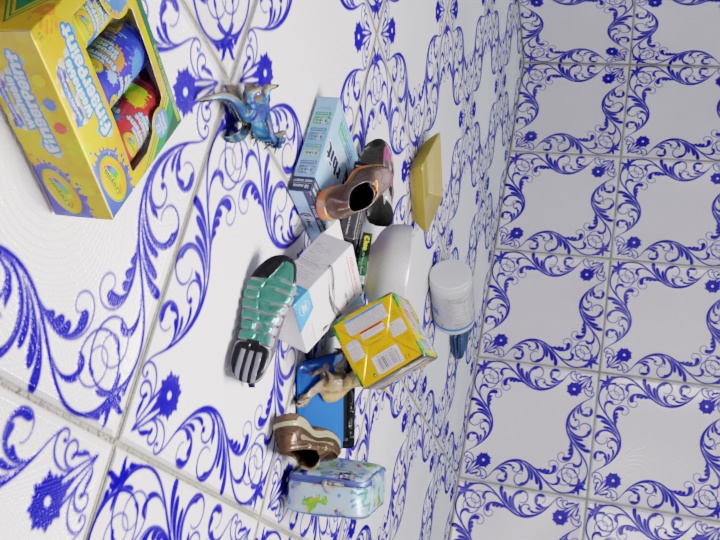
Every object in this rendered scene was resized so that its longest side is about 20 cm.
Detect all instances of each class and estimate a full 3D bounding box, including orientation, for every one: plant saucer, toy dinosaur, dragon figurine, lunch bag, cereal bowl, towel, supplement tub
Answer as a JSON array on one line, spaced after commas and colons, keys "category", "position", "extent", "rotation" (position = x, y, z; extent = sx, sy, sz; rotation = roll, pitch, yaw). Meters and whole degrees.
[{"category": "plant saucer", "position": [0.171, -0.234, 2.245], "extent": [0.201, 0.048, 0.202], "rotation": [-62, 151, -52]}, {"category": "toy dinosaur", "position": [-0.031, 0.197, 1.546], "extent": [0.058, 0.198, 0.102], "rotation": [48, -43, 50]}, {"category": "dragon figurine", "position": [-0.153, -0.204, 1.170], "extent": [0.200, 0.058, 0.101], "rotation": [-41, 134, -68]}, {"category": "lunch bag", "position": [-0.043, 0.393, 1.550], "extent": [0.200, 0.159, 0.084], "rotation": [15, 78, -75]}, {"category": "cereal bowl", "position": [0.051, 0.000, 1.746], "extent": [0.200, 0.082, 0.203], "rotation": [-170, -90, -88]}, {"category": "towel", "position": [0.356, 0.211, 2.991], "extent": [0.201, 0.048, 0.113], "rotation": [-64, 154, -50]}, {"category": "supplement tub", "position": [0.275, 0.082, 2.545], "extent": [0.133, 0.130, 0.201], "rotation": [-68, 156, -43]}]

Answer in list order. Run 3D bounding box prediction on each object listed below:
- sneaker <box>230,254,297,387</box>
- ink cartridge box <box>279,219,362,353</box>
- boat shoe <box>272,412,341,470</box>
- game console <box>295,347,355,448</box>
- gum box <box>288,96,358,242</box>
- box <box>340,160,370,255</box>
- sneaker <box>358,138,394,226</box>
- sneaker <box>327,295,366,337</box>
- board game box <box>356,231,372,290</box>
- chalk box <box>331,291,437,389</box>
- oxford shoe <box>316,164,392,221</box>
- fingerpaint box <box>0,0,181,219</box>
[{"category": "sneaker", "position": [-0.148, 0.076, 1.291], "extent": [0.088, 0.074, 0.202], "rotation": [96, 12, -72]}, {"category": "ink cartridge box", "position": [-0.063, 0.022, 1.416], "extent": [0.200, 0.066, 0.117], "rotation": [-47, 144, -31]}, {"category": "boat shoe", "position": [-0.093, 0.312, 1.479], "extent": [0.202, 0.074, 0.076], "rotation": [41, 36, -53]}, {"category": "game console", "position": [-0.070, 0.236, 1.620], "extent": [0.171, 0.117, 0.203], "rotation": [-116, -154, -73]}, {"category": "gum box", "position": [-0.062, -0.173, 1.505], "extent": [0.170, 0.044, 0.202], "rotation": [69, 31, -58]}, {"category": "box", "position": [-0.010, -0.112, 1.617], "extent": [0.200, 0.036, 0.145], "rotation": [94, 8, -81]}, {"category": "sneaker", "position": [0.034, -0.195, 1.795], "extent": [0.087, 0.079, 0.202], "rotation": [-83, 176, -49]}, {"category": "sneaker", "position": [-0.042, 0.048, 1.591], "extent": [0.132, 0.079, 0.200], "rotation": [65, -16, 7]}, {"category": "board game box", "position": [0.000, 0.000, 1.693], "extent": [0.200, 0.023, 0.106], "rotation": [106, -5, -78]}, {"category": "chalk box", "position": [0.050, 0.126, 1.485], "extent": [0.125, 0.124, 0.200], "rotation": [62, 7, 12]}, {"category": "oxford shoe", "position": [0.009, -0.134, 1.465], "extent": [0.200, 0.072, 0.072], "rotation": [-39, 119, -47]}, {"category": "fingerpaint box", "position": [-0.258, -0.179, 0.808], "extent": [0.168, 0.072, 0.201], "rotation": [-68, 157, -43]}]
